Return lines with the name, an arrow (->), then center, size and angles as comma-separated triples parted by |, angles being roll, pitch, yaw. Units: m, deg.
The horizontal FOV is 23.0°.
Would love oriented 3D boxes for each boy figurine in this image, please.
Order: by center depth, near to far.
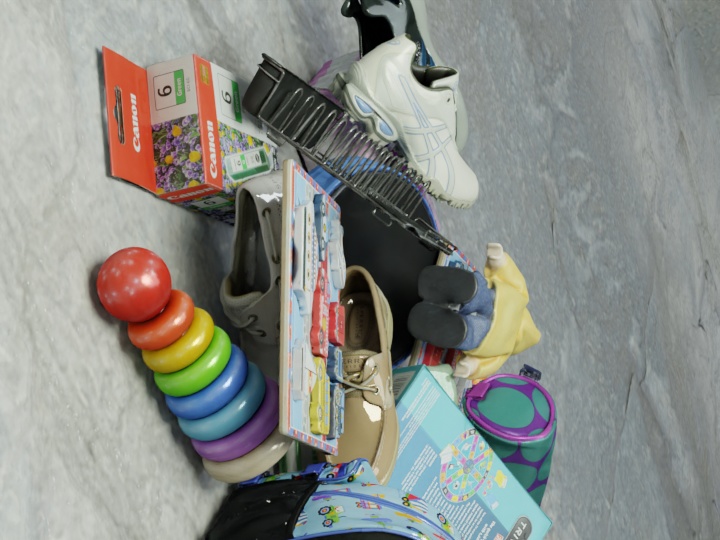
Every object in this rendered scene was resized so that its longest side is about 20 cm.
boy figurine -> 0.112, 0.037, 1.602 | 0.200, 0.064, 0.125 | 14, 89, -66

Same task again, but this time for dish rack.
dish rack -> 0.000, -0.087, 1.438 | 0.200, 0.055, 0.153 | 38, 6, 19

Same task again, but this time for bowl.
bowl -> 0.000, 0.000, 1.570 | 0.200, 0.039, 0.202 | -6, 98, -47

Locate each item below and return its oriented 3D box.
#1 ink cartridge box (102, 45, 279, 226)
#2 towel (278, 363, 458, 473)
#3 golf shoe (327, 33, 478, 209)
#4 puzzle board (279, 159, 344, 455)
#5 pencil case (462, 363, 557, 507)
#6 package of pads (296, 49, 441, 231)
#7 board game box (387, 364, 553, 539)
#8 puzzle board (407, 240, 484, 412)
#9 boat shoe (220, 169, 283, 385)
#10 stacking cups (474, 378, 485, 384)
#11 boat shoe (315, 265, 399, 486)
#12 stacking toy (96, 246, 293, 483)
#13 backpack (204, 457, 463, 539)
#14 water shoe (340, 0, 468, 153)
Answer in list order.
ink cartridge box -> -0.130, -0.109, 1.408 | 0.200, 0.050, 0.110 | 21, 60, -64
towel -> 0.013, 0.164, 1.522 | 0.199, 0.023, 0.154 | -3, 84, -39
golf shoe -> 0.065, -0.132, 1.593 | 0.200, 0.097, 0.078 | 41, 10, -43
puzzle board -> -0.034, 0.032, 1.343 | 0.151, 0.017, 0.202 | 44, 44, -73
pencil case -> 0.129, 0.180, 1.641 | 0.085, 0.092, 0.201 | -38, 151, -31
package of pads -> 0.003, -0.097, 1.677 | 0.121, 0.075, 0.201 | -51, 125, -58
board game box -> 0.062, 0.206, 1.510 | 0.200, 0.047, 0.151 | 51, 55, -21
puzzle board -> 0.082, 0.091, 1.650 | 0.151, 0.017, 0.201 | 41, 63, -61
boat shoe -> -0.083, 0.021, 1.420 | 0.069, 0.071, 0.202 | -11, 107, -45
stacking cups -> 0.115, 0.143, 1.804 | 0.060, 0.060, 0.201 | -37, 109, -64
boat shoe -> -0.008, 0.090, 1.447 | 0.065, 0.071, 0.201 | 74, 12, -54
stacking toy -> -0.129, 0.063, 1.312 | 0.200, 0.085, 0.086 | 55, 31, -29
backpack -> 0.000, 0.235, 1.350 | 0.183, 0.199, 0.135 | 65, 27, -25
water shoe -> 0.034, -0.181, 1.639 | 0.079, 0.071, 0.201 | -42, 121, -35
